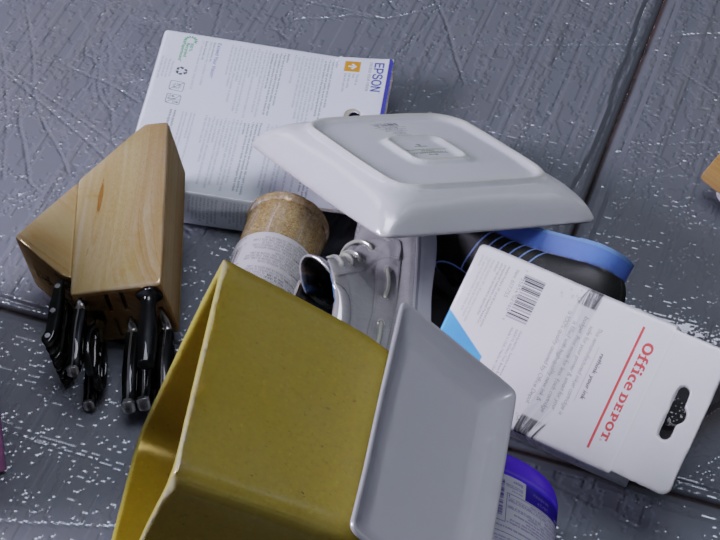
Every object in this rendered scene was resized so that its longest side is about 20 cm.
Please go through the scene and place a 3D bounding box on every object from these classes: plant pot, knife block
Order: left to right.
[{"bbox_3d":[-0.160,0.006,1.694,0.175,0.064,0.200,35,67,29],"label":"knife block"},{"bbox_3d":[-0.042,0.150,1.492,0.199,0.196,0.195,19,43,-9],"label":"plant pot"}]

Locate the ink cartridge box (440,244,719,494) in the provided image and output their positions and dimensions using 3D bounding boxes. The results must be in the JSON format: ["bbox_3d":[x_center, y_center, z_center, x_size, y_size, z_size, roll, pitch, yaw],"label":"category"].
[{"bbox_3d":[0.155,0.076,1.630,0.199,0.068,0.116,24,83,21],"label":"ink cartridge box"}]

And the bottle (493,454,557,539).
[{"bbox_3d":[0.085,0.213,1.510,0.083,0.065,0.201,30,40,-20],"label":"bottle"}]

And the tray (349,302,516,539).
[{"bbox_3d":[0.043,0.120,1.439,0.107,0.022,0.200,40,38,-22],"label":"tray"}]

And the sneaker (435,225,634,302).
[{"bbox_3d":[0.106,0.006,1.737,0.199,0.070,0.078,13,74,31],"label":"sneaker"}]

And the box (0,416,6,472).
[{"bbox_3d":[-0.334,0.032,1.601,0.096,0.176,0.200,-19,47,-21],"label":"box"}]

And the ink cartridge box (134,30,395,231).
[{"bbox_3d":[-0.081,-0.109,1.865,0.199,0.041,0.200,8,45,3],"label":"ink cartridge box"}]

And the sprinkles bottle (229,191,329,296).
[{"bbox_3d":[-0.076,0.028,1.700,0.068,0.068,0.200,10,44,7],"label":"sprinkles bottle"}]

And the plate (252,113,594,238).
[{"bbox_3d":[0.048,-0.080,1.750,0.199,0.032,0.200,-6,26,-32],"label":"plate"}]

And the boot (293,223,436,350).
[{"bbox_3d":[0.000,0.000,1.698,0.095,0.074,0.201,25,42,-29],"label":"boot"}]

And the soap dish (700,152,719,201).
[{"bbox_3d":[0.396,-0.065,1.820,0.157,0.081,0.200,-27,50,-28],"label":"soap dish"}]
